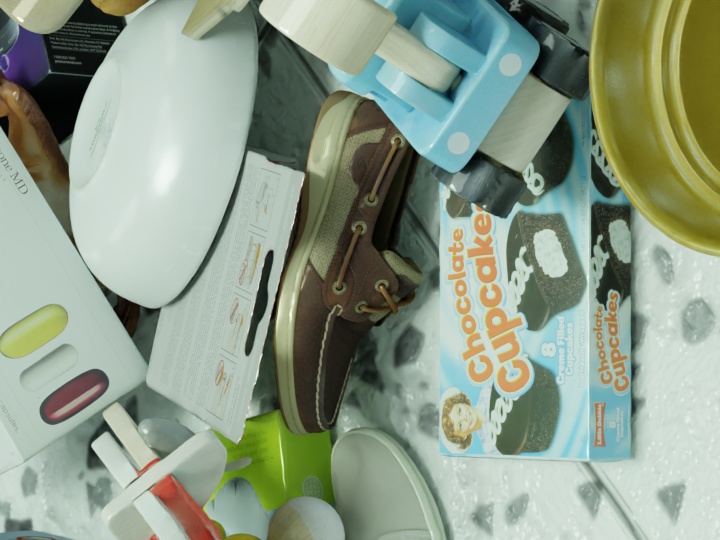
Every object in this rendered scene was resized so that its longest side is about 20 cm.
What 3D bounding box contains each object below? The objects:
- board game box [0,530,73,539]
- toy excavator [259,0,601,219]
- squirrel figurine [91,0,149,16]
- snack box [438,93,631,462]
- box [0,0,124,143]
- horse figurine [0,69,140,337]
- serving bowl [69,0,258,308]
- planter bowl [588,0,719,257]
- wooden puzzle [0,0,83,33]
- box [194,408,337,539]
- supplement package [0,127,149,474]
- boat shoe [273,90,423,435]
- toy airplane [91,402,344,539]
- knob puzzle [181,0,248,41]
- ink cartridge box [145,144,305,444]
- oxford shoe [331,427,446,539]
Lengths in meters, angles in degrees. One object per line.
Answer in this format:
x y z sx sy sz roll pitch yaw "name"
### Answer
-0.225 0.209 1.815 0.200 0.196 0.056 7 94 48 "board game box"
0.022 -0.112 1.473 0.100 0.200 0.194 -57 24 11 "toy excavator"
-0.148 -0.260 1.780 0.200 0.142 0.187 -55 44 22 "squirrel figurine"
0.094 0.004 1.588 0.116 0.037 0.200 -2 87 48 "snack box"
-0.248 -0.146 1.941 0.200 0.079 0.141 -34 62 42 "box"
-0.200 -0.024 1.875 0.200 0.050 0.133 53 128 4 "horse figurine"
-0.131 -0.080 1.763 0.200 0.066 0.200 -47 35 49 "serving bowl"
0.213 -0.104 1.428 0.200 0.083 0.200 -3 86 48 "planter bowl"
-0.189 -0.262 1.728 0.200 0.037 0.185 43 98 29 "wooden puzzle"
-0.060 0.191 1.745 0.122 0.048 0.200 -18 75 46 "box"
-0.252 0.024 1.821 0.200 0.111 0.156 58 146 -4 "supplement package"
0.000 0.000 1.663 0.072 0.072 0.200 11 90 16 "boat shoe"
-0.075 0.158 1.628 0.200 0.141 0.199 67 161 -1 "toy airplane"
-0.022 -0.225 1.639 0.220 0.030 0.220 -55 13 19 "knob puzzle"
-0.064 0.011 1.696 0.200 0.050 0.161 -159 81 -67 "ink cartridge box"
0.012 0.185 1.660 0.075 0.058 0.200 -27 68 47 "oxford shoe"
